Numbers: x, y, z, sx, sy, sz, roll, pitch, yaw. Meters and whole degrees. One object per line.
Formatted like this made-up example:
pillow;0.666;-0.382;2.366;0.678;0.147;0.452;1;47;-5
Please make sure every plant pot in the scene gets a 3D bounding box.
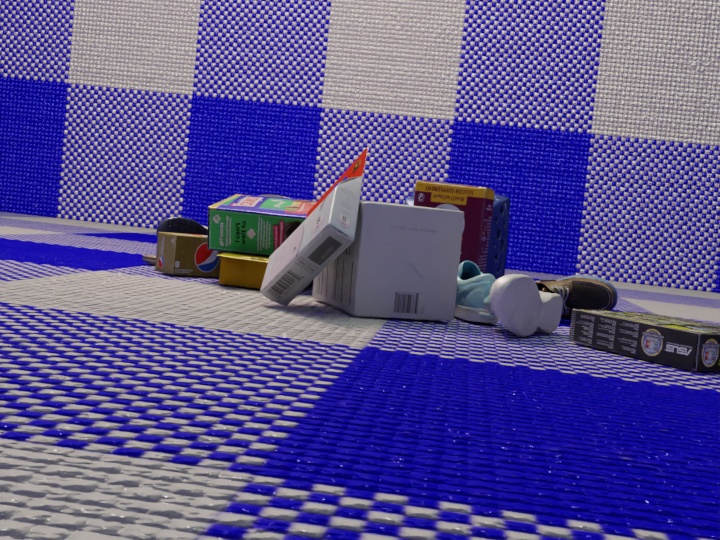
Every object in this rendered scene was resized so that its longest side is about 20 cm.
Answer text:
plant pot;0.170;-0.048;1.793;0.196;0.205;0.179;7;10;17

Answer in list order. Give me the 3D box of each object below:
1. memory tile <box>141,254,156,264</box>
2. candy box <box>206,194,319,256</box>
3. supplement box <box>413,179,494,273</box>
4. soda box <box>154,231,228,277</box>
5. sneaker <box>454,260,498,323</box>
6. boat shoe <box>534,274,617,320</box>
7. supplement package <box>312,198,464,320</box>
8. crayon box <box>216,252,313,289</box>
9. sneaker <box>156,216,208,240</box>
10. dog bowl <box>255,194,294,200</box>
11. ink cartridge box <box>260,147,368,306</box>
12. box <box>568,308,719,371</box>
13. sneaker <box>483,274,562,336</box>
memory tile;-0.312;-0.014;1.812;0.150;0.017;0.199;7;3;20
candy box;-0.139;-0.075;1.575;0.195;0.079;0.169;4;13;7
supplement box;0.154;-0.049;1.645;0.128;0.205;0.103;7;4;16
soda box;-0.254;-0.025;1.645;0.197;0.069;0.063;3;3;-43
sneaker;0.155;0.026;1.408;0.072;0.084;0.199;5;3;-23
boat shoe;0.308;0.049;1.509;0.196;0.074;0.072;-4;4;21
supplement package;0.033;-0.019;1.348;0.149;0.154;0.200;4;4;-20
crayon box;-0.153;0.001;1.538;0.124;0.052;0.200;7;3;8
sneaker;-0.303;-0.052;1.734;0.081;0.076;0.198;10;-4;39
dog bowl;-0.140;-0.060;1.801;0.196;0.059;0.201;17;-28;9
ink cartridge box;-0.061;-0.070;1.290;0.056;0.202;0.162;29;-50;-23
box;0.384;0.085;1.172;0.158;0.045;0.199;3;4;-34
sneaker;0.198;0.046;1.257;0.087;0.077;0.199;12;-4;31
